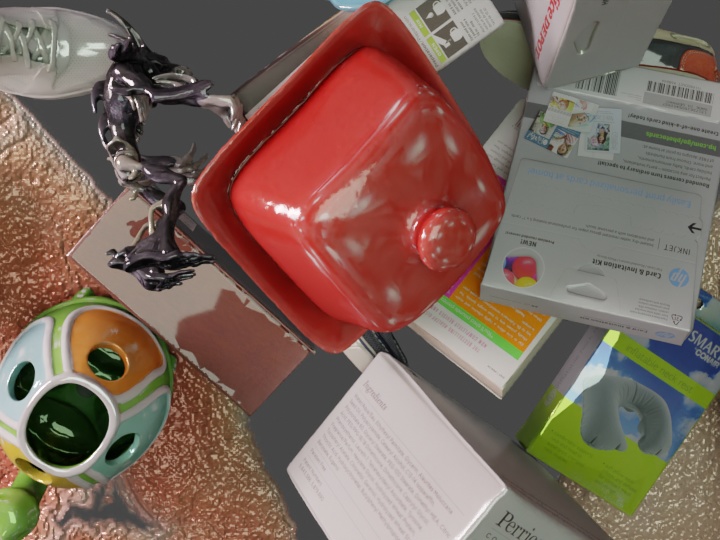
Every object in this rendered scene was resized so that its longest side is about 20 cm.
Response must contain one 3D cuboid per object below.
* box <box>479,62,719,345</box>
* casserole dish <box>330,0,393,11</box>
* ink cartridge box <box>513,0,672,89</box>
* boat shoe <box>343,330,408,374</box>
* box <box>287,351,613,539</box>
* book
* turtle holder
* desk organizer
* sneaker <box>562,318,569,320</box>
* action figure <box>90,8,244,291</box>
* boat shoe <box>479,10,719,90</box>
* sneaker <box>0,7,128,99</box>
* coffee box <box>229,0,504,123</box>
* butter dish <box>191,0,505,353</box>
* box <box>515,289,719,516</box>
[{"bbox_3d":[0.187,-0.059,0.848,0.154,0.041,0.202,12,71,9],"label":"box"},{"bbox_3d":[0.018,-0.282,0.829,0.120,0.039,0.202,4,65,26],"label":"casserole dish"},{"bbox_3d":[0.153,-0.257,0.817,0.084,0.145,0.202,-12,73,-5],"label":"ink cartridge box"},{"bbox_3d":[0.000,0.000,0.919,0.092,0.075,0.201,-35,102,8],"label":"boat shoe"},{"bbox_3d":[0.080,0.198,0.875,0.198,0.200,0.131,36,95,-35],"label":"box"},{"bbox_3d":[0.119,-0.021,0.882,0.133,0.048,0.200,37,81,15],"label":"book"},{"bbox_3d":[-0.235,0.110,0.884,0.184,0.132,0.142,-29,104,2],"label":"turtle holder"},{"bbox_3d":[-0.134,0.019,0.912,0.200,0.072,0.077,43,96,-12],"label":"desk organizer"},{"bbox_3d":[0.184,-0.006,0.943,0.198,0.074,0.088,-12,103,0],"label":"sneaker"},{"bbox_3d":[-0.142,-0.091,0.819,0.101,0.119,0.202,-2,73,-19],"label":"action figure"},{"bbox_3d":[0.195,-0.178,0.917,0.198,0.071,0.063,14,59,-1],"label":"boat shoe"},{"bbox_3d":[-0.273,-0.167,0.839,0.198,0.116,0.074,2,98,-8],"label":"sneaker"},{"bbox_3d":[0.000,-0.163,0.871,0.199,0.113,0.080,-37,102,1],"label":"coffee box"},{"bbox_3d":[0.023,-0.042,0.766,0.200,0.148,0.200,-47,127,-8],"label":"butter dish"},{"bbox_3d":[0.241,0.098,0.980,0.121,0.048,0.201,32,96,-11],"label":"box"}]
